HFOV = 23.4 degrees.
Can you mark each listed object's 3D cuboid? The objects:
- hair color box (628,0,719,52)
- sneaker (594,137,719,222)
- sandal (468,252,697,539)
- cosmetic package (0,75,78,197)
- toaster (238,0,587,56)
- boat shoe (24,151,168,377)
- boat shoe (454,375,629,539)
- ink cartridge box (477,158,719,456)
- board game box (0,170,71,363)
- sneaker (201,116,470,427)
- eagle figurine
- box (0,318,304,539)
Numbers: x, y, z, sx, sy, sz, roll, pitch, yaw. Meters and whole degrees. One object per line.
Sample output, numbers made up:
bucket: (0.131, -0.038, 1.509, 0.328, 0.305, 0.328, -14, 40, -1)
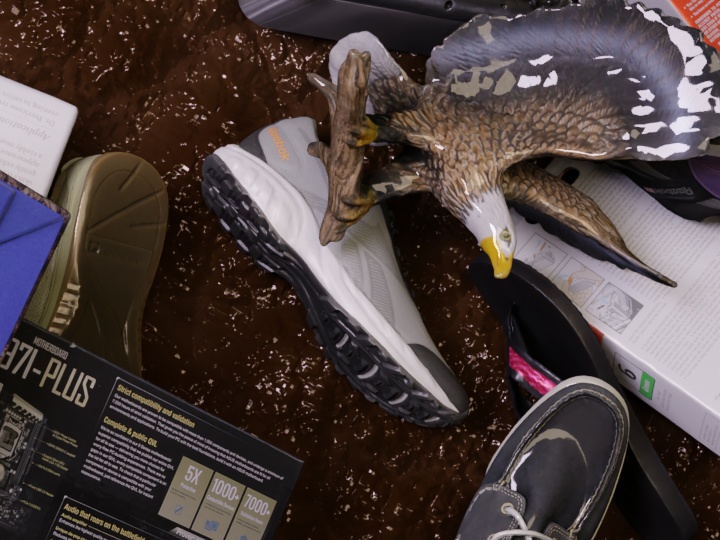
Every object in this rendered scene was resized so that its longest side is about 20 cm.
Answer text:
hair color box: (0.198, -0.126, 1.013, 0.064, 0.111, 0.200, -37, 89, -18)
sneaker: (0.163, -0.065, 0.979, 0.076, 0.199, 0.088, -46, 132, -26)
sandal: (0.117, 0.078, 0.972, 0.045, 0.075, 0.201, -33, 91, -19)
cosmetic package: (-0.226, -0.006, 0.901, 0.101, 0.074, 0.201, 22, 77, -10)
toaster: (0.025, -0.217, 0.963, 0.199, 0.119, 0.182, 6, 83, -24)
boat shoe: (-0.158, 0.035, 0.923, 0.073, 0.063, 0.202, 17, 81, -37)
boat shoe: (0.084, 0.149, 0.922, 0.072, 0.068, 0.201, 32, 92, -2)
ink cartridge box: (0.176, 0.014, 1.001, 0.200, 0.050, 0.109, 36, 71, 22)
board game box: (-0.252, 0.007, 0.768, 0.097, 0.199, 0.160, 34, 77, -47)
sneaker: (0.000, 0.000, 0.959, 0.079, 0.074, 0.200, -37, 90, -23)
eagle figurine: (0.076, -0.059, 0.909, 0.199, 0.152, 0.152, -5, 89, -14)
box: (-0.152, 0.123, 0.841, 0.200, 0.086, 0.164, 30, 77, -34)
